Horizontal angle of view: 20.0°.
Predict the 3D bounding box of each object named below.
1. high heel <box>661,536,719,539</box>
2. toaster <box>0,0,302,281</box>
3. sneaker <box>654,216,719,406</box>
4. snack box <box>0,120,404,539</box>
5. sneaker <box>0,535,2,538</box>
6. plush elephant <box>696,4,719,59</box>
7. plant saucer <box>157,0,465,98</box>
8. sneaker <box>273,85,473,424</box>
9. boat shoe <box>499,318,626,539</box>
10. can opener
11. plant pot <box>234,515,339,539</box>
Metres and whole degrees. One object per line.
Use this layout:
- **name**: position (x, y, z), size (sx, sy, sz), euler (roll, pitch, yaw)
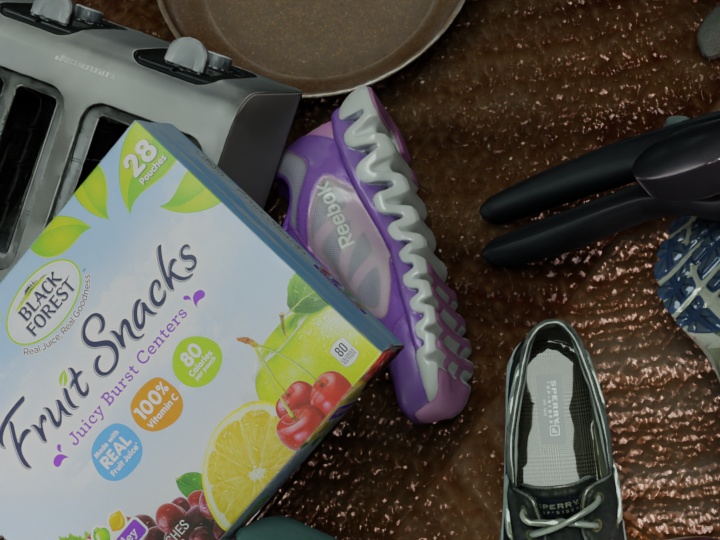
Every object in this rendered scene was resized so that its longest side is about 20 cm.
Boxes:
- **high heel**: position (0.181, 0.184, 0.983), size (0.198, 0.068, 0.097), euler (4, 57, -25)
- **toaster**: position (-0.152, -0.042, 1.116), size (0.180, 0.119, 0.202), euler (21, 96, 13)
- **sneaker**: position (0.215, 0.038, 1.079), size (0.077, 0.085, 0.201), euler (-30, 43, 23)
- **snack box**: position (-0.106, 0.055, 1.013), size (0.169, 0.068, 0.200), euler (44, 99, 8)
- **sneaker**: position (-0.177, 0.116, 1.117), size (0.199, 0.078, 0.092), euler (28, 86, 25)
- **plush elephant**: position (0.235, -0.168, 1.120), size (0.199, 0.164, 0.156), euler (21, 112, 49)
- **plant saucer**: position (-0.024, -0.187, 1.219), size (0.198, 0.037, 0.202), euler (-4, 68, 9)
- **sneaker**: position (0.000, 0.000, 1.126), size (0.088, 0.081, 0.201), euler (-22, 62, 8)
- **boat shoe**: position (0.100, 0.122, 1.060), size (0.071, 0.071, 0.202), euler (-10, 69, 5)
- **can opener**: position (0.145, -0.049, 1.095), size (0.199, 0.078, 0.064), euler (-16, 52, 40)
- **plant pot**: position (0.005, 0.226, 0.981), size (0.195, 0.200, 0.201), euler (27, 75, 26)
